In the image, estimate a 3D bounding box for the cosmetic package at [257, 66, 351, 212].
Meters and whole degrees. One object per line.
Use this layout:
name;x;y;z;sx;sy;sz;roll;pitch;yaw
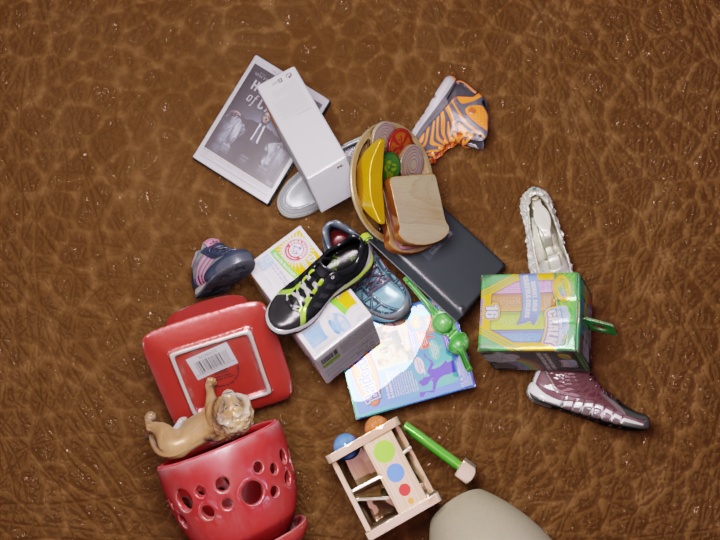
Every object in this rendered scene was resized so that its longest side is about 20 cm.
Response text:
cosmetic package;-0.082;-0.204;1.716;0.070;0.102;0.202;-28;60;-3

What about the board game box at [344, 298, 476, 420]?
board game box;0.068;0.136;1.752;0.196;0.045;0.155;-14;82;-1

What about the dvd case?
dvd case;-0.161;-0.230;1.816;0.149;0.025;0.202;31;85;4

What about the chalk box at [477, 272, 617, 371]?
chalk box;0.288;0.078;1.680;0.196;0.124;0.126;-2;71;20

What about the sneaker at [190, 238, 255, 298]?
sneaker;-0.221;-0.016;1.705;0.069;0.199;0.084;-8;79;-29

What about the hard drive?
hard drive;0.120;-0.031;1.748;0.200;0.033;0.139;42;53;6

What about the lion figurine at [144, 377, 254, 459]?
lion figurine;-0.240;0.231;1.625;0.199;0.123;0.073;-36;124;12

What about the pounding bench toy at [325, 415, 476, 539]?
pounding bench toy;0.062;0.289;1.692;0.198;0.124;0.158;-28;82;-3

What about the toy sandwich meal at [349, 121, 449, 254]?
toy sandwich meal;0.063;-0.126;1.674;0.203;0.070;0.210;5;83;-44

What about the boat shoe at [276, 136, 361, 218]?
boat shoe;-0.051;-0.157;1.780;0.199;0.072;0.071;-34;83;-4

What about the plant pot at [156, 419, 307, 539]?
plant pot;-0.186;0.342;1.658;0.197;0.200;0.186;-19;91;-2

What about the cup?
cup;0.180;0.416;1.655;0.198;0.201;0.144;-31;58;-3

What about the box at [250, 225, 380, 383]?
box;-0.073;0.051;1.705;0.112;0.102;0.201;-36;64;-8

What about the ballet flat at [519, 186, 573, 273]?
ballet flat;0.295;-0.036;1.762;0.070;0.072;0.204;-16;83;-1

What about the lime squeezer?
lime squeezer;0.128;0.092;1.705;0.038;0.070;0.201;-51;51;24

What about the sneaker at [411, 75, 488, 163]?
sneaker;0.141;-0.207;1.781;0.111;0.078;0.202;30;84;6

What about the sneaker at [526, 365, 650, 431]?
sneaker;0.366;0.174;1.729;0.196;0.076;0.118;17;80;4

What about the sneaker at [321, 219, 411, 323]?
sneaker;0.000;0.000;1.725;0.079;0.096;0.200;-41;66;-7

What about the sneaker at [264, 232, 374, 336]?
sneaker;-0.064;0.010;1.617;0.199;0.083;0.072;-40;65;-13

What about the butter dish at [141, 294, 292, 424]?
butter dish;-0.222;0.116;1.718;0.196;0.149;0.202;-16;126;-1
